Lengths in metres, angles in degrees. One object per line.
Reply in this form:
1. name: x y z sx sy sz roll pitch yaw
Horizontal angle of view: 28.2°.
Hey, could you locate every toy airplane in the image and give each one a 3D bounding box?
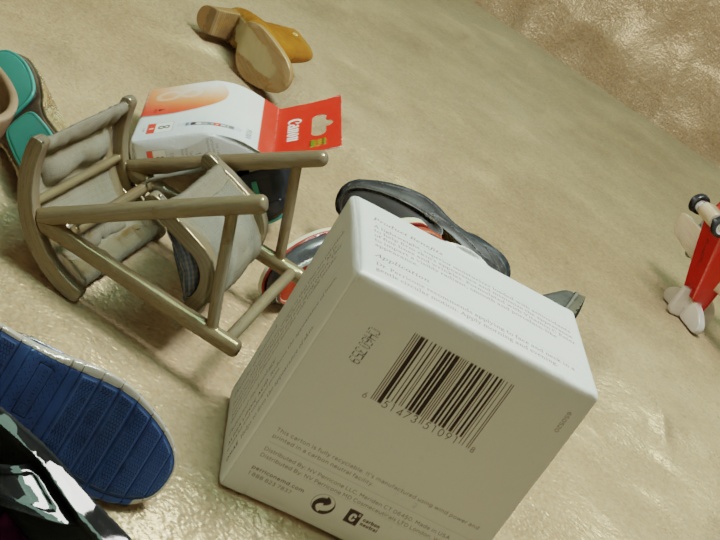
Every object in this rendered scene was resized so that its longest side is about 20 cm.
1. toy airplane: 0.503 -0.006 1.965 0.140 0.199 0.201 0 76 -20

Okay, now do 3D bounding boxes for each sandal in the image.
1. sandal: -0.191 0.135 0.800 0.200 0.076 0.048 38 39 14

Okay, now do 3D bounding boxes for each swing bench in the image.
1. swing bench: -0.152 -0.045 1.165 0.199 0.131 0.199 16 19 9

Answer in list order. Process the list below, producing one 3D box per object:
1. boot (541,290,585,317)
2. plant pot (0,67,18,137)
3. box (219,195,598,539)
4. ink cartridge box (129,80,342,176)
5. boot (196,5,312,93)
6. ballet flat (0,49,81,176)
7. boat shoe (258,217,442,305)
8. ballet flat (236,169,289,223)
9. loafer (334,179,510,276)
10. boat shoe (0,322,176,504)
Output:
1. boot: 0.142 0.015 1.578 0.199 0.073 0.182 31 18 12
2. plant pot: -0.374 -0.134 1.098 0.200 0.093 0.201 30 21 -12
3. box: 0.031 0.090 1.040 0.198 0.201 0.131 28 23 -13
4. ink cartridge box: -0.119 -0.150 1.414 0.199 0.050 0.162 -11 24 4
5. boot: -0.108 -0.286 1.856 0.144 0.071 0.201 4 30 -48
6. ballet flat: -0.288 -0.122 1.262 0.065 0.070 0.200 51 5 -46
7. boat shoe: 0.000 0.000 1.320 0.199 0.071 0.063 -13 47 -35
8. ballet flat: -0.101 -0.120 1.485 0.073 0.073 0.200 27 24 -16
9. loafer: 0.064 -0.031 1.456 0.199 0.073 0.072 26 14 0
10. boat shoe: -0.201 0.076 0.901 0.200 0.072 0.072 41 -10 -28
